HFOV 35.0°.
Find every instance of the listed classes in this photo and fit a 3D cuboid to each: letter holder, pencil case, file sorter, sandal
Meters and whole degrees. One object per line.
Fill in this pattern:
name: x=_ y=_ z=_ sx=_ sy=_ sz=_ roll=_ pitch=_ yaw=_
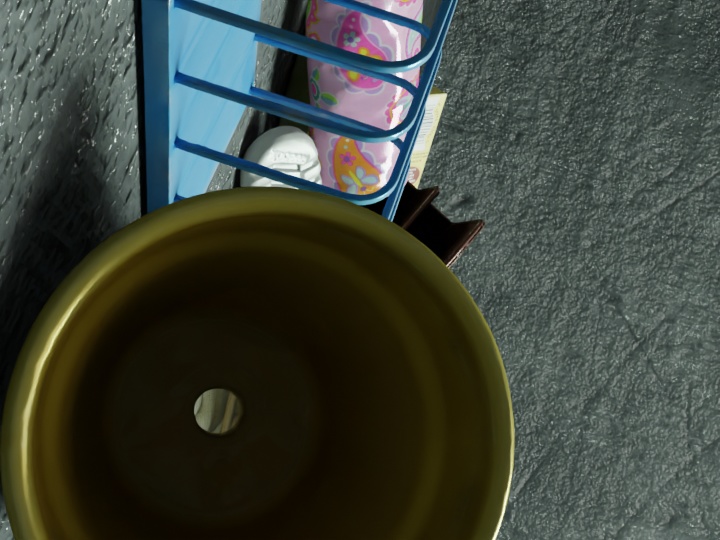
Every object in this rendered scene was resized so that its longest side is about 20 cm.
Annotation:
letter holder: x=0.000 y=0.000 z=1.019 sx=0.200 sy=0.101 sz=0.142 roll=-48 pitch=-172 yaw=-5
pencil case: x=0.000 y=-0.151 z=0.842 sx=0.087 sy=0.087 sz=0.200 roll=-69 pitch=163 yaw=-51
file sorter: x=-0.027 y=-0.096 z=0.576 sx=0.200 sy=0.122 sz=0.139 roll=104 pitch=4 yaw=-56
sandal: x=-0.069 y=-0.033 z=0.889 sx=0.050 sy=0.082 sz=0.203 roll=53 pitch=-37 yaw=37

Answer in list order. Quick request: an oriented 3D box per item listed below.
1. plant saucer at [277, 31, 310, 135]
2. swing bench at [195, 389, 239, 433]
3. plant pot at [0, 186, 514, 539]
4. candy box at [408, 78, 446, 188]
plant saucer: x=-0.034 y=-0.164 z=0.980 sx=0.200 sy=0.031 sz=0.200 roll=18 pitch=90 yaw=-88
swing bench: x=-0.048 y=0.114 z=0.891 sx=0.130 sy=0.200 sz=0.199 roll=-84 pitch=-171 yaw=-54
plant pot: x=-0.057 y=0.071 z=0.523 sx=0.189 sy=0.200 sz=0.201 roll=170 pitch=-61 yaw=-75
candy box: x=0.004 y=-0.110 z=1.164 sx=0.055 sy=0.115 sz=0.200 roll=-11 pitch=127 yaw=-45
